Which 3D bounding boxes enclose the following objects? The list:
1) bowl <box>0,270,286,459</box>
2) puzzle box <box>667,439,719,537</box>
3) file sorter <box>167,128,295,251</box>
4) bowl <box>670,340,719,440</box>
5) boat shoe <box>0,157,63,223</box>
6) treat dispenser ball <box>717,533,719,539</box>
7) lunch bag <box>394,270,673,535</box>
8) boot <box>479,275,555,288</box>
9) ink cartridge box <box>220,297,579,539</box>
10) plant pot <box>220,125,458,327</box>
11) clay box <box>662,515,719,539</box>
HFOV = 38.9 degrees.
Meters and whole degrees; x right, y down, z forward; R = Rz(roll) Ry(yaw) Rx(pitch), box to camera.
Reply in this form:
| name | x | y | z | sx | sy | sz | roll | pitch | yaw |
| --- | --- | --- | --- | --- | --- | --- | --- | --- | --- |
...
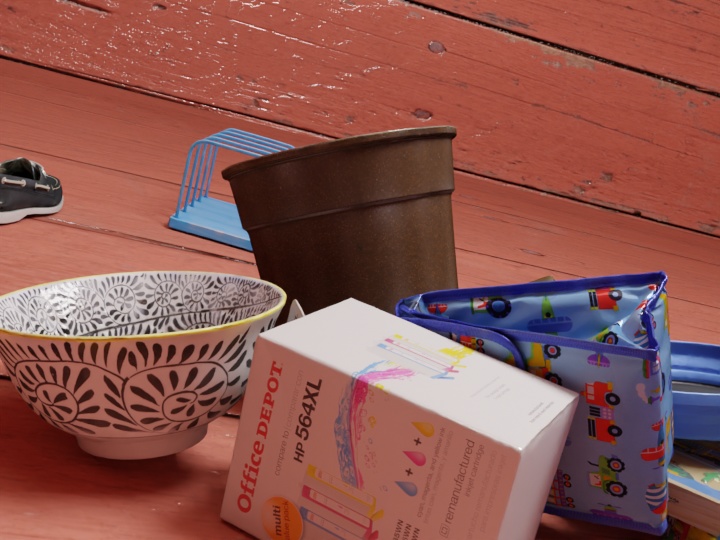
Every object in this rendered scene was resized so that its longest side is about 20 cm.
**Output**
| name | x | y | z | sx | sy | sz | roll | pitch | yaw |
| --- | --- | --- | --- | --- | --- | --- | --- | --- | --- |
| bowl | -0.145 | 0.065 | 0.675 | 0.196 | 0.096 | 0.201 | -1 | 11 | 0 |
| puzzle box | 0.258 | 0.156 | 0.778 | 0.198 | 0.026 | 0.132 | 20 | 16 | 36 |
| file sorter | -0.162 | -0.116 | 1.396 | 0.136 | 0.125 | 0.200 | 16 | 12 | 0 |
| bowl | 0.263 | 0.096 | 0.843 | 0.196 | 0.040 | 0.201 | 1 | 8 | 0 |
| boat shoe | -0.394 | -0.100 | 1.185 | 0.074 | 0.061 | 0.200 | 15 | 13 | -1 |
| treat dispenser ball | 0.275 | 0.179 | 0.507 | 0.197 | 0.205 | 0.201 | 15 | 13 | -3 |
| lunch bag | 0.113 | 0.087 | 0.710 | 0.196 | 0.153 | 0.094 | 0 | 32 | 22 |
| boot | 0.134 | 0.086 | 0.782 | 0.095 | 0.201 | 0.076 | -19 | 38 | 22 |
| ink cartridge box | 0.013 | 0.112 | 0.637 | 0.197 | 0.131 | 0.125 | 20 | 17 | 23 |
| plant pot | 0.000 | 0.000 | 0.836 | 0.196 | 0.202 | 0.200 | -11 | 1 | 0 |
| clay box | 0.292 | 0.198 | 0.795 | 0.113 | 0.049 | 0.200 | 13 | 12 | -3 |
